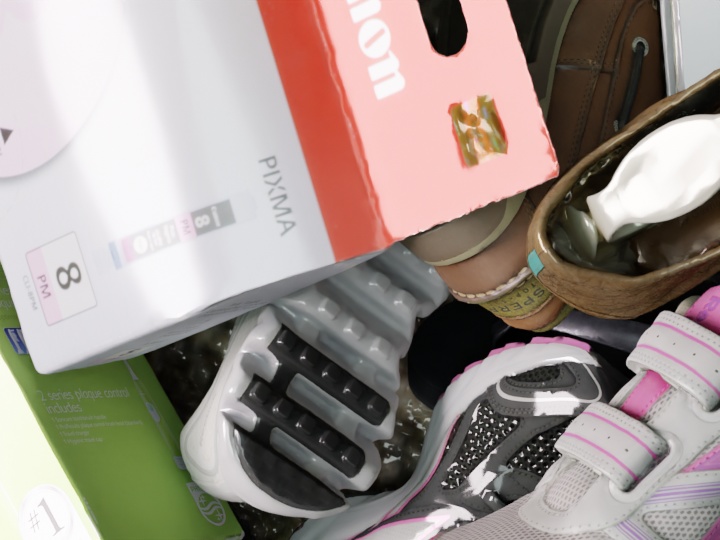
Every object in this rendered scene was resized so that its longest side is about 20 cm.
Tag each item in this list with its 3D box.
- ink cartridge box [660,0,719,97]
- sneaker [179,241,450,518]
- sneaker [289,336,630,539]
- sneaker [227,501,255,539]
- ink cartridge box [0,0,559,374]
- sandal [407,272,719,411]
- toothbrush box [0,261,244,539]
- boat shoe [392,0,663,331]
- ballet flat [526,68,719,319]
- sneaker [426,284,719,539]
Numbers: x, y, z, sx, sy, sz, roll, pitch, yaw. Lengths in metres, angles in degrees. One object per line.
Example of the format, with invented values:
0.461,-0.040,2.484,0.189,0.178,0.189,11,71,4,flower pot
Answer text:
0.205,-0.090,0.747,0.199,0.083,0.148,-3,92,13,ink cartridge box
0.000,0.000,0.786,0.075,0.081,0.200,41,66,-13,sneaker
0.035,0.106,0.762,0.080,0.087,0.200,31,133,-12,sneaker
-0.080,0.180,0.841,0.079,0.074,0.201,7,96,18,sneaker
-0.050,-0.071,0.708,0.199,0.057,0.163,-23,82,41,ink cartridge box
0.112,0.019,0.772,0.199,0.076,0.043,-3,127,20,sandal
-0.159,0.057,0.809,0.145,0.086,0.201,-40,69,24,toothbrush box
0.068,-0.070,0.765,0.072,0.068,0.201,-11,47,48,boat shoe
0.132,-0.048,0.645,0.199,0.072,0.068,-29,80,17,ballet flat
0.099,0.052,0.666,0.199,0.081,0.089,-22,109,-22,sneaker
